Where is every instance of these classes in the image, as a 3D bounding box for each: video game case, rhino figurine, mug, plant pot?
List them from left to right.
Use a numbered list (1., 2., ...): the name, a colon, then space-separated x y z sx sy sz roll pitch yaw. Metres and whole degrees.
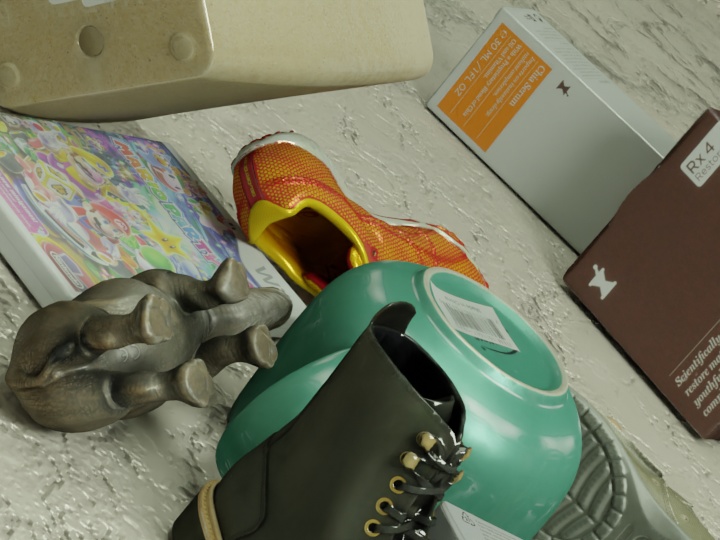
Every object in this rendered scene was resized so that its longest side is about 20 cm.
1. video game case: -0.123 -0.024 1.086 0.143 0.018 0.199 49 21 25
2. plant pot: -0.103 -0.172 1.105 0.177 0.199 0.201 -28 110 -60
3. rhino figurine: -0.086 0.028 0.949 0.200 0.087 0.060 -22 99 -69
4. mug: 0.027 0.074 0.999 0.152 0.115 0.185 38 19 -4

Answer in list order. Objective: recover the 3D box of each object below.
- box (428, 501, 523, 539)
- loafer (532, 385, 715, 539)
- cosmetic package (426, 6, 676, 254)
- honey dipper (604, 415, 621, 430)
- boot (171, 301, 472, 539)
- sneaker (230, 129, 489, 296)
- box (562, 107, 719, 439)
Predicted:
1. box: 0.105 0.196 0.861 0.155 0.041 0.201 30 23 -39
2. loafer: 0.137 0.136 1.150 0.200 0.075 0.070 51 10 16
3. cosmetic package: 0.158 -0.098 1.638 0.200 0.102 0.071 44 20 15
4. honey dipper: 0.087 0.073 1.241 0.199 0.038 0.038 27 22 -43
5. boot: 0.010 0.121 0.829 0.077 0.139 0.200 17 31 -48
6. sneaker: 0.000 0.000 1.192 0.199 0.073 0.078 29 38 -38
7. box: 0.287 0.011 1.534 0.199 0.166 0.164 9 36 -55
